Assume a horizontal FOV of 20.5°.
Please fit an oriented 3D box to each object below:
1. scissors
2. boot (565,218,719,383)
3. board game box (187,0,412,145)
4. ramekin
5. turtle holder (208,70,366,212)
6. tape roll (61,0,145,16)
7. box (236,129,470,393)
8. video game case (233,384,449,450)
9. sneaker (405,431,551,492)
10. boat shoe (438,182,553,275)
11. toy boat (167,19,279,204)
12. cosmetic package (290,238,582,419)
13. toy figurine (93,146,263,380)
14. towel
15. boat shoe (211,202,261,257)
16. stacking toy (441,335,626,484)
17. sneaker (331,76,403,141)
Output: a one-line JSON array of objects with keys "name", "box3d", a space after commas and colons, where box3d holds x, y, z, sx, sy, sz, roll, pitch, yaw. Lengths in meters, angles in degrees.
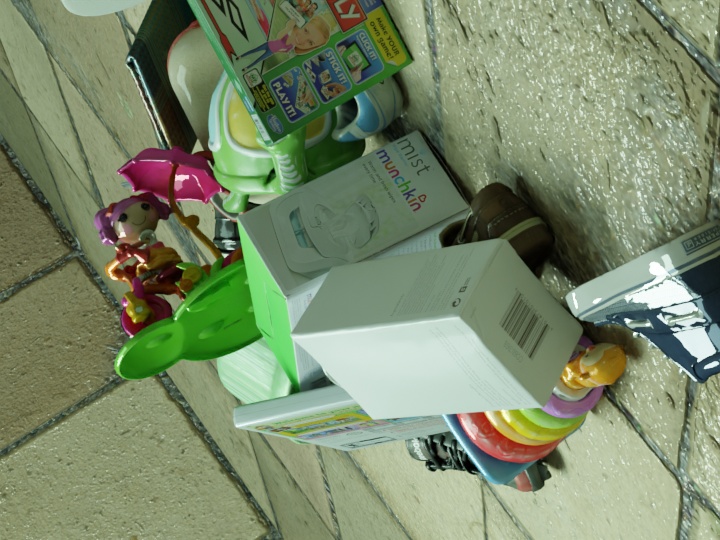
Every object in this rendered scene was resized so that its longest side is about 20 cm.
[{"name": "scissors", "box3d": [-0.174, -0.092, 1.899, 0.200, 0.014, 0.073, 17, 137, 43]}, {"name": "boot", "box3d": [0.196, 0.033, 1.286, 0.090, 0.073, 0.200, 64, 166, 3]}, {"name": "board game box", "box3d": [-0.063, -0.218, 1.564, 0.200, 0.134, 0.029, 61, 167, -10]}, {"name": "ramekin", "box3d": [-0.050, 0.058, 1.932, 0.098, 0.200, 0.200, 28, 154, 24]}, {"name": "turtle holder", "box3d": [-0.075, -0.126, 1.724, 0.141, 0.185, 0.132, 0, 111, 27]}, {"name": "tape roll", "box3d": [-0.174, -0.288, 1.677, 0.037, 0.203, 0.203, 57, 167, 11]}, {"name": "box", "box3d": [0.000, 0.000, 1.713, 0.097, 0.176, 0.200, 57, 168, 26]}, {"name": "video game case", "box3d": [0.019, 0.124, 1.776, 0.182, 0.200, 0.022, 19, -118, -55]}, {"name": "sneaker", "box3d": [0.100, 0.161, 1.876, 0.200, 0.098, 0.071, 40, 155, 51]}, {"name": "boat shoe", "box3d": [0.097, -0.009, 1.579, 0.075, 0.075, 0.202, 55, 154, 14]}, {"name": "toy boat", "box3d": [-0.092, -0.164, 1.884, 0.131, 0.130, 0.200, -78, -34, -63]}, {"name": "cosmetic package", "box3d": [0.056, 0.048, 1.528, 0.200, 0.081, 0.113, -6, 135, 49]}, {"name": "toy figurine", "box3d": [-0.172, -0.023, 1.802, 0.184, 0.200, 0.150, 56, 166, 25]}, {"name": "towel", "box3d": [-0.183, -0.212, 2.002, 0.200, 0.022, 0.147, -73, -30, -49]}, {"name": "boat shoe", "box3d": [-0.080, -0.058, 1.974, 0.074, 0.201, 0.063, 1, 103, 27]}, {"name": "stacking toy", "box3d": [0.150, 0.087, 1.559, 0.110, 0.116, 0.200, 57, 156, 0]}, {"name": "sneaker", "box3d": [-0.034, -0.197, 1.631, 0.200, 0.072, 0.072, 61, 157, -14]}]
